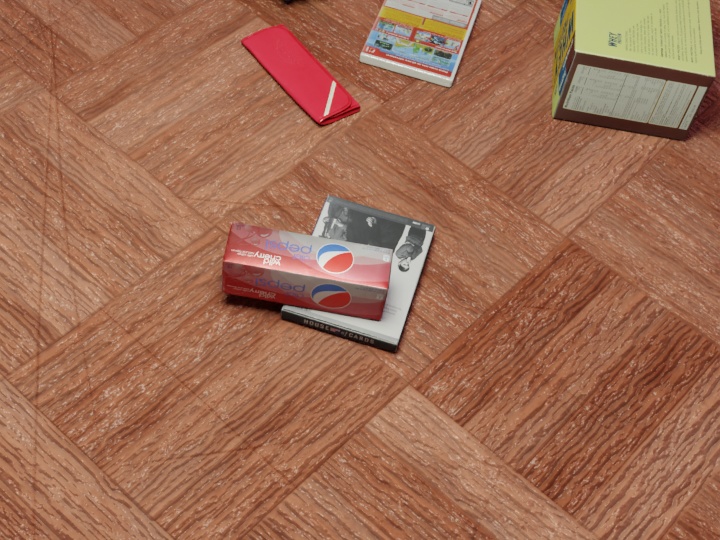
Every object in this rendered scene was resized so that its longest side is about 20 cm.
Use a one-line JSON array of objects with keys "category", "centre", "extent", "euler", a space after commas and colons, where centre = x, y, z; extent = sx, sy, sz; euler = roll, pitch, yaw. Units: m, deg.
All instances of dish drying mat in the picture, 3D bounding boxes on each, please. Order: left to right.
[{"category": "dish drying mat", "centre": [-0.086, -0.285, 1.742], "extent": [0.077, 0.018, 0.200], "euler": [-27, 61, -25]}]

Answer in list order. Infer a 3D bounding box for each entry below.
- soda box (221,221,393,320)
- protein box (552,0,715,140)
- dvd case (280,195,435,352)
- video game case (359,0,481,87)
[{"category": "soda box", "centre": [-0.065, 0.001, 1.458], "extent": [0.200, 0.070, 0.063], "euler": [9, 53, -1]}, {"category": "protein box", "centre": [0.394, -0.319, 1.767], "extent": [0.200, 0.135, 0.199], "euler": [10, 52, -1]}, {"category": "dvd case", "centre": [0.000, 0.000, 1.529], "extent": [0.150, 0.025, 0.200], "euler": [17, 53, 4]}, {"category": "video game case", "centre": [0.093, -0.365, 1.832], "extent": [0.143, 0.017, 0.200], "euler": [17, 52, 5]}]
